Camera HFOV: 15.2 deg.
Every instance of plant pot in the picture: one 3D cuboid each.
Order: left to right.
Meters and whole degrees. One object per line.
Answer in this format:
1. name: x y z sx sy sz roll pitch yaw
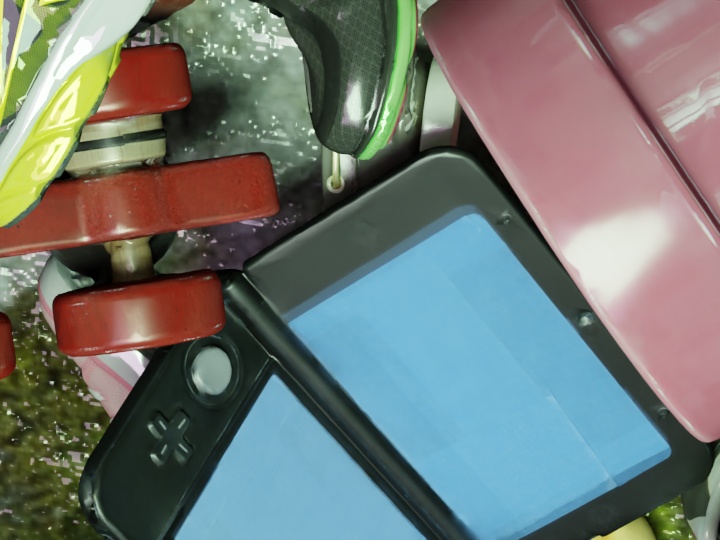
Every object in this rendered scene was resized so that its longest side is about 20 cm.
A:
1. plant pot: 0.148 -0.065 1.006 0.179 0.200 0.200 -35 111 9

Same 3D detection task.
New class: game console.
1. game console: 0.019 0.083 1.067 0.116 0.176 0.200 -9 131 47

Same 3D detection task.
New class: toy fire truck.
1. toy fire truck: -0.141 -0.020 1.052 0.199 0.168 0.113 -11 95 -17

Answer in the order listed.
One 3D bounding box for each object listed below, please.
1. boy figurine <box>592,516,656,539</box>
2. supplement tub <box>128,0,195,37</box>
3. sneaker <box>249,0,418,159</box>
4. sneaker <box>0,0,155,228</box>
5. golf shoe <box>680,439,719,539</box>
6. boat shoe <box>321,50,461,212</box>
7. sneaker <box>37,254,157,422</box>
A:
1. boy figurine: 0.083 0.135 1.203 0.124 0.064 0.200 18 125 1
2. supplement tub: -0.165 -0.113 1.065 0.200 0.107 0.107 -24 115 22
3. sneaker: -0.037 -0.134 1.019 0.084 0.077 0.201 -20 92 -17
4. sneaker: -0.107 -0.113 0.916 0.084 0.074 0.200 26 101 -9
5. golf shoe: 0.212 0.048 1.116 0.077 0.088 0.200 38 118 -13
6. boat shoe: 0.000 -0.002 1.127 0.060 0.072 0.202 11 120 2
7. sneaker: -0.084 0.081 1.187 0.200 0.075 0.105 40 114 -20
